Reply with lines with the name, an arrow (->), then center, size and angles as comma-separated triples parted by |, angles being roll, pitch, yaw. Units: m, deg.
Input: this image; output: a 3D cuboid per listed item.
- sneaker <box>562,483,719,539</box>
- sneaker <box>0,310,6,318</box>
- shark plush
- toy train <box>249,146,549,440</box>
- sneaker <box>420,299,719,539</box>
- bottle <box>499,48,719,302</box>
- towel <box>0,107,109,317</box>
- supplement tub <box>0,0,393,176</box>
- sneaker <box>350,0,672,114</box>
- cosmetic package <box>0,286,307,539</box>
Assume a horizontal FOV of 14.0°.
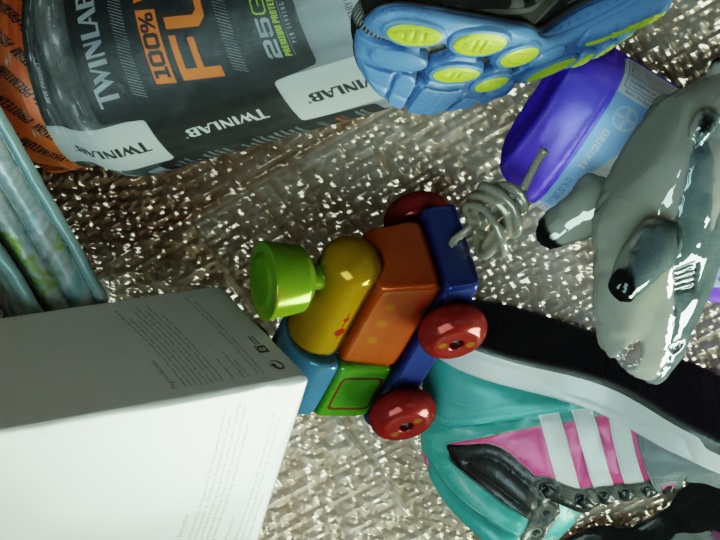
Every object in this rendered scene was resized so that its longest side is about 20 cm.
sneaker -> 0.184, 0.160, 1.518 | 0.200, 0.080, 0.086 | -21, 126, 30
sneaker -> -0.241, 0.003, 1.432 | 0.077, 0.202, 0.146 | -44, 102, -2
shark plush -> 0.162, -0.049, 1.352 | 0.083, 0.091, 0.200 | 33, 82, -28
toy train -> 0.000, 0.000, 1.397 | 0.115, 0.085, 0.200 | 0, 143, -24
sneaker -> 0.116, 0.103, 1.480 | 0.199, 0.084, 0.121 | 20, 117, 8
bottle -> 0.167, -0.029, 1.406 | 0.200, 0.065, 0.084 | 32, 114, -8
towel -> -0.197, -0.064, 1.397 | 0.048, 0.171, 0.200 | -32, 113, -9
supplement tub -> -0.066, -0.116, 1.367 | 0.199, 0.123, 0.123 | -16, 116, 18
sneaker -> 0.060, -0.125, 1.308 | 0.071, 0.199, 0.083 | -39, 78, 43
cosmetic package -> -0.134, 0.082, 1.335 | 0.199, 0.085, 0.108 | -6, 127, -39
